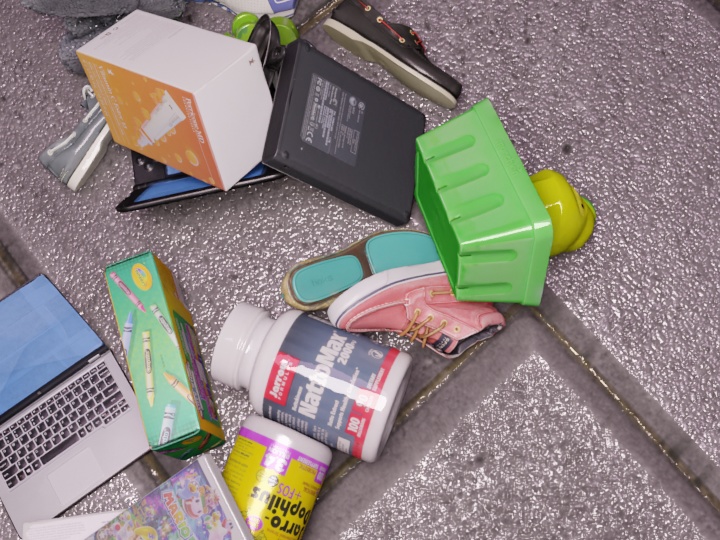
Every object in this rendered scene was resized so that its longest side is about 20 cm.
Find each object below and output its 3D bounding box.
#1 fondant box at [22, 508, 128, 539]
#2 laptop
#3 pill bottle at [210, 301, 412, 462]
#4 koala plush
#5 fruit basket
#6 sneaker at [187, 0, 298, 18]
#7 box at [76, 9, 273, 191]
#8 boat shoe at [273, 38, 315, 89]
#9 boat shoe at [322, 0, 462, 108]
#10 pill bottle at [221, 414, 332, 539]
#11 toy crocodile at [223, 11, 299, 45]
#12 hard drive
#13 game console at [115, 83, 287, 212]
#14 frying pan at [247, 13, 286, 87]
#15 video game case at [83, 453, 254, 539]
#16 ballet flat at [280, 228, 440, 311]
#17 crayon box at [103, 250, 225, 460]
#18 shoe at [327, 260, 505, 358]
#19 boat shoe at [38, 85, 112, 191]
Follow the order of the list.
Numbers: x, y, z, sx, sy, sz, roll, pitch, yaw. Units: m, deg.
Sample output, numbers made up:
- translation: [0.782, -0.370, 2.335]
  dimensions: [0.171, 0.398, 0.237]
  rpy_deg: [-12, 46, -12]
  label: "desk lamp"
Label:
- translation: [-0.271, 0.357, 0.893]
  dimensions: [0.141, 0.058, 0.205]
  rpy_deg: [-6, 72, -1]
  label: "fondant box"
- translation: [-0.354, 0.150, 0.932]
  dimensions: [0.185, 0.116, 0.202]
  rpy_deg: [-34, 74, -5]
  label: "laptop"
- translation: [-0.053, 0.112, 0.919]
  dimensions: [0.196, 0.120, 0.122]
  rpy_deg: [20, 76, 10]
  label: "pill bottle"
- translation: [-0.314, -0.383, 1.062]
  dimensions: [0.180, 0.178, 0.204]
  rpy_deg: [-15, 66, -2]
  label: "koala plush"
- translation: [0.172, -0.070, 0.931]
  dimensions: [0.210, 0.157, 0.219]
  rpy_deg: [-1, 51, 2]
  label: "fruit basket"
- translation: [-0.171, -0.381, 1.074]
  dimensions: [0.195, 0.115, 0.082]
  rpy_deg: [12, 75, 8]
  label: "sneaker"
- translation: [-0.199, -0.191, 0.949]
  dimensions: [0.197, 0.126, 0.098]
  rpy_deg: [24, 54, 33]
  label: "box"
- translation: [-0.042, -0.179, 1.019]
  dimensions: [0.075, 0.060, 0.202]
  rpy_deg: [-25, 78, -37]
  label: "boat shoe"
- translation: [0.046, -0.269, 1.046]
  dimensions: [0.200, 0.074, 0.063]
  rpy_deg: [38, 88, 18]
  label: "boat shoe"
- translation: [-0.109, 0.261, 0.887]
  dimensions: [0.102, 0.104, 0.204]
  rpy_deg: [20, 76, 10]
  label: "pill bottle"
- translation: [-0.171, -0.268, 1.073]
  dimensions: [0.196, 0.063, 0.068]
  rpy_deg: [-24, 32, -2]
  label: "toy crocodile"
- translation: [-0.011, -0.151, 0.971]
  dimensions: [0.198, 0.033, 0.143]
  rpy_deg: [22, 70, -36]
  label: "hard drive"
- translation: [-0.184, -0.150, 1.007]
  dimensions: [0.195, 0.117, 0.180]
  rpy_deg: [-11, 73, 0]
  label: "game console"
- translation: [-0.103, -0.246, 0.966]
  dimensions: [0.030, 0.189, 0.118]
  rpy_deg: [14, 70, -24]
  label: "frying pan"
- translation: [-0.192, 0.294, 0.837]
  dimensions: [0.198, 0.018, 0.145]
  rpy_deg: [-35, 74, 11]
  label: "video game case"
- translation: [0.000, 0.000, 0.970]
  dimensions: [0.196, 0.071, 0.072]
  rpy_deg: [-16, 72, -22]
  label: "ballet flat"
- translation: [-0.210, 0.095, 0.936]
  dimensions: [0.057, 0.119, 0.204]
  rpy_deg: [-19, 73, -2]
  label: "crayon box"
- translation: [0.065, 0.049, 0.919]
  dimensions: [0.197, 0.072, 0.092]
  rpy_deg: [-14, 63, -32]
  label: "shoe"
- translation: [-0.317, -0.197, 1.046]
  dimensions: [0.061, 0.073, 0.203]
  rpy_deg: [31, 84, -10]
  label: "boat shoe"
